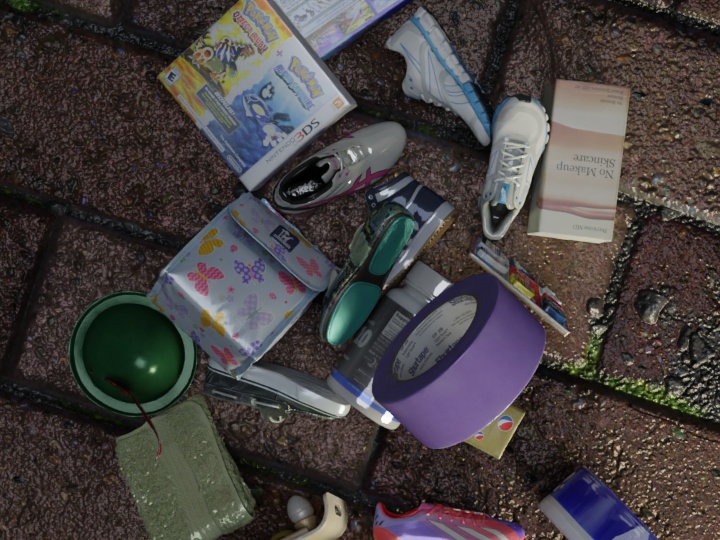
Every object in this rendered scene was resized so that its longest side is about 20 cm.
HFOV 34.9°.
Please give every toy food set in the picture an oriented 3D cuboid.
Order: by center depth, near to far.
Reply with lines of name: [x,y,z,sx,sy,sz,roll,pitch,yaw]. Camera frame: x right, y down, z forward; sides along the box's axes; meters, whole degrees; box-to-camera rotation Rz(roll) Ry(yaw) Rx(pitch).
toy food set: [-0.116,0.344,1.473,0.200,0.144,0.060,-26,72,1]

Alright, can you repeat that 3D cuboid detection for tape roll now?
tape roll: [0.113,0.104,1.335,0.085,0.200,0.200,44,90,-15]

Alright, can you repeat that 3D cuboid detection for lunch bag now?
lunch bag: [-0.143,0.007,1.471,0.170,0.127,0.200,44,58,0]

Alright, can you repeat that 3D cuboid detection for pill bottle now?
pill bottle: [0.056,0.095,1.483,0.114,0.114,0.200,35,90,0]

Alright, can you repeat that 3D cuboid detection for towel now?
towel: [-0.232,0.271,1.487,0.148,0.036,0.200,-33,61,3]

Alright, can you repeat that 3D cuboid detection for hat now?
hat: [-0.296,0.113,1.451,0.200,0.176,0.166,24,88,3]

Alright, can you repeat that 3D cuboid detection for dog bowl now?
dog bowl: [0.319,0.344,1.438,0.079,0.200,0.200,-43,90,-1]

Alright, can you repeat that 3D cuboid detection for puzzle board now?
puzzle board: [0.200,0.011,1.439,0.151,0.200,0.017,40,100,0]

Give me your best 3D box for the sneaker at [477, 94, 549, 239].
sneaker: [0.191,-0.124,1.446,0.075,0.087,0.200,11,127,6]

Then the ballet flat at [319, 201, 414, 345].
ballet flat: [0.000,0.000,1.453,0.074,0.074,0.200,33,101,0]

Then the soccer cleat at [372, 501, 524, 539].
soccer cleat: [0.115,0.338,1.510,0.200,0.067,0.077,-5,85,3]

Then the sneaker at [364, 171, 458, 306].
sneaker: [0.025,-0.038,1.507,0.108,0.070,0.200,43,96,8]

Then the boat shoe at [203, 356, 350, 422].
boat shoe: [-0.112,0.166,1.515,0.200,0.072,0.071,18,98,11]

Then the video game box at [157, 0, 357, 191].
video game box: [-0.136,-0.236,1.500,0.182,0.047,0.200,-39,90,13]

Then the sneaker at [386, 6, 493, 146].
sneaker: [0.106,-0.240,1.506,0.087,0.075,0.200,-33,87,14]

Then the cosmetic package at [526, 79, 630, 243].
cosmetic package: [0.283,-0.140,1.494,0.103,0.087,0.200,6,90,0]

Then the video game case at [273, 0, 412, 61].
video game case: [-0.031,-0.400,1.518,0.200,0.045,0.181,-34,89,1]

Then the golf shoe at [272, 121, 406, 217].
golf shoe: [-0.022,-0.132,1.494,0.200,0.092,0.073,-32,90,-5]

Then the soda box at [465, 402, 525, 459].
soda box: [0.141,0.174,1.437,0.064,0.200,0.068,29,90,-7]
